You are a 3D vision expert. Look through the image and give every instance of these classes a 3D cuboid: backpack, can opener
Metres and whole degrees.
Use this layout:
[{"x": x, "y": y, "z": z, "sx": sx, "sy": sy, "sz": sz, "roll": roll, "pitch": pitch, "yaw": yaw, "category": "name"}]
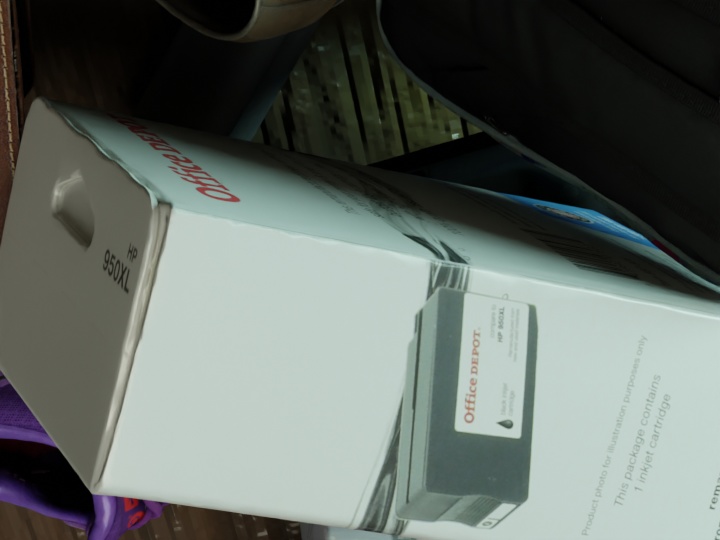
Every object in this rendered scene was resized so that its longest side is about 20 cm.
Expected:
[{"x": 0.112, "y": -0.096, "z": 0.747, "sx": 0.150, "sy": 0.200, "sz": 0.178, "roll": -17, "pitch": 134, "yaw": -34, "category": "backpack"}, {"x": -0.033, "y": -0.105, "z": 0.834, "sx": 0.066, "sy": 0.053, "sz": 0.200, "roll": 35, "pitch": 122, "yaw": 14, "category": "can opener"}]

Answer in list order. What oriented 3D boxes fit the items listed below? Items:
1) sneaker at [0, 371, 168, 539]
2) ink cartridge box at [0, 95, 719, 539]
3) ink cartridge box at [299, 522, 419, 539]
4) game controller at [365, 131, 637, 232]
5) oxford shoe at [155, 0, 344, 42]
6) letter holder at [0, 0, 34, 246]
[{"x": -0.064, "y": 0.055, "z": 0.860, "sx": 0.199, "sy": 0.084, "sz": 0.081, "roll": -5, "pitch": 141, "yaw": -9, "category": "sneaker"}, {"x": 0.004, "y": 0.019, "z": 0.763, "sx": 0.199, "sy": 0.145, "sz": 0.085, "roll": 11, "pitch": 100, "yaw": -23, "category": "ink cartridge box"}, {"x": 0.066, "y": 0.124, "z": 0.885, "sx": 0.159, "sy": 0.200, "sz": 0.047, "roll": 3, "pitch": 130, "yaw": -10, "category": "ink cartridge box"}, {"x": 0.000, "y": 0.000, "z": 0.904, "sx": 0.199, "sy": 0.042, "sz": 0.104, "roll": -16, "pitch": 139, "yaw": 8, "category": "game controller"}, {"x": -0.081, "y": -0.144, "z": 0.740, "sx": 0.200, "sy": 0.084, "sz": 0.073, "roll": 42, "pitch": 129, "yaw": 4, "category": "oxford shoe"}, {"x": -0.201, "y": -0.075, "z": 0.806, "sx": 0.199, "sy": 0.101, "sz": 0.143, "roll": -1, "pitch": 133, "yaw": -3, "category": "letter holder"}]
